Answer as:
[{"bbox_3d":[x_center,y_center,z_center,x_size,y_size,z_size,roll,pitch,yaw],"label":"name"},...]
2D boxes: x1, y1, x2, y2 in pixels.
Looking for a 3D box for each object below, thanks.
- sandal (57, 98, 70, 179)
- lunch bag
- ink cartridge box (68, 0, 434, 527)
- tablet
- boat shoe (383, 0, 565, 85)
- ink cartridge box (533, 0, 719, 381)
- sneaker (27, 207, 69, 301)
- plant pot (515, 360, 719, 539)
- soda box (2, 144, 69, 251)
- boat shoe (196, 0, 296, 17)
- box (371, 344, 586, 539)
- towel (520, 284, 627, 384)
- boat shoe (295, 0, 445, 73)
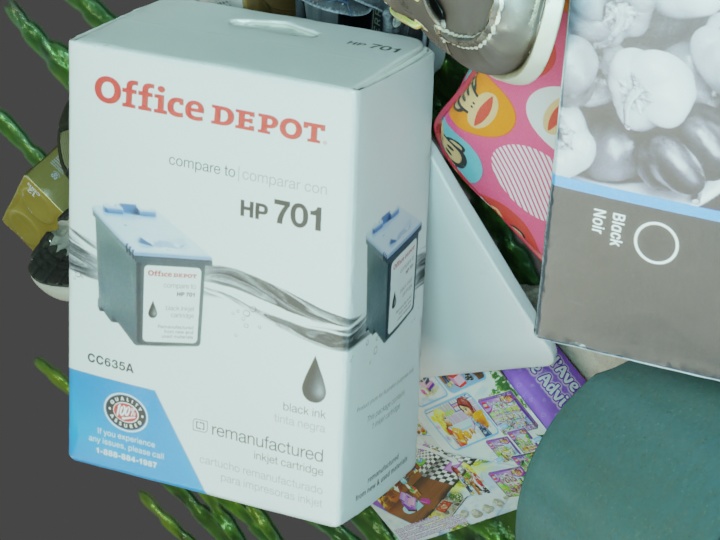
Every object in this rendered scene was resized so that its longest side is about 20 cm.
[{"bbox_3d":[-0.070,-0.064,1.302,0.200,0.080,0.057,12,178,34],"label":"sandal"},{"bbox_3d":[0.131,-0.057,1.035,0.176,0.082,0.200,43,149,5],"label":"lunch bag"},{"bbox_3d":[-0.051,-0.006,1.111,0.145,0.086,0.202,11,113,24],"label":"ink cartridge box"},{"bbox_3d":[0.000,0.000,1.197,0.199,0.014,0.131,-9,119,54],"label":"tablet"},{"bbox_3d":[0.035,-0.123,0.976,0.059,0.072,0.200,13,-163,-14],"label":"boat shoe"},{"bbox_3d":[0.170,-0.046,0.921,0.198,0.043,0.200,11,118,15],"label":"ink cartridge box"},{"bbox_3d":[-0.091,0.018,1.278,0.085,0.077,0.200,41,175,-37],"label":"sneaker"},{"bbox_3d":[0.171,0.129,1.013,0.196,0.199,0.201,38,156,57],"label":"plant pot"},{"bbox_3d":[-0.111,0.009,1.434,0.200,0.064,0.068,46,150,2],"label":"soda box"},{"bbox_3d":[-0.060,-0.153,1.168,0.069,0.071,0.201,33,149,17],"label":"boat shoe"},{"bbox_3d":[0.036,0.064,1.278,0.137,0.039,0.200,51,150,-6],"label":"box"},{"bbox_3d":[0.114,0.064,1.253,0.199,0.034,0.133,9,132,47],"label":"towel"},{"bbox_3d":[-0.002,-0.143,1.112,0.071,0.068,0.201,31,147,23],"label":"boat shoe"}]
